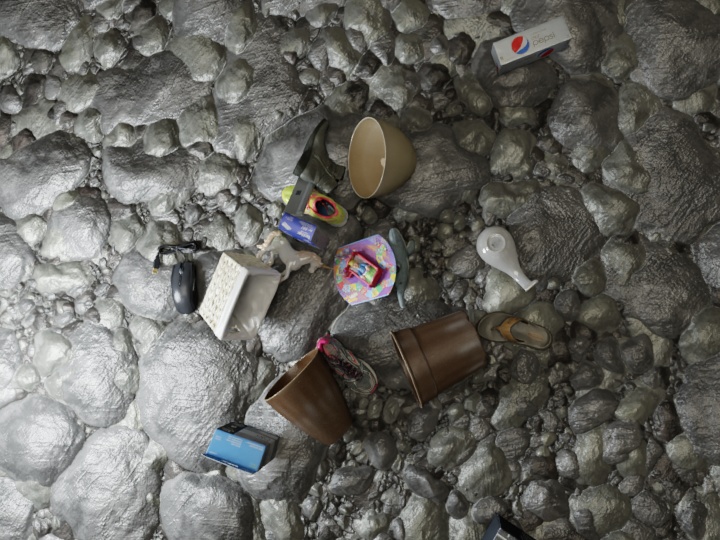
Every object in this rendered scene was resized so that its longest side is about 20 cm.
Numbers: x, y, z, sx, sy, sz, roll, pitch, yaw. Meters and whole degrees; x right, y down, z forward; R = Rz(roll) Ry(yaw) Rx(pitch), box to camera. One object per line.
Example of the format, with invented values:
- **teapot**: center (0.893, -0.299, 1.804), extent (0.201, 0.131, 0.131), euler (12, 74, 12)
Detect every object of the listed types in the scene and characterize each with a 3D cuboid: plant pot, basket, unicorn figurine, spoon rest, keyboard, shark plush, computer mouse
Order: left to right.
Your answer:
- **computer mouse**: center (-0.523, 0.019, 1.683), extent (0.136, 0.046, 0.206), euler (1, 85, 6)
- **basket**: center (-0.320, 0.064, 1.579), extent (0.122, 0.134, 0.204), euler (33, 104, 32)
- **unicorn figurine**: center (-0.193, -0.029, 1.630), extent (0.137, 0.074, 0.200), euler (-43, 84, 6)
- **keyboard**: center (-0.157, -0.206, 1.605), extent (0.055, 0.011, 0.202), euler (-2, 40, 13)
- **plant pot**: center (-0.116, 0.342, 1.547), extent (0.186, 0.187, 0.201), euler (-40, 95, 2)
- **plant pot**: center (0.070, -0.290, 1.577), extent (0.131, 0.199, 0.206), euler (-1, 83, -28)
- **shark plush**: center (0.091, -0.006, 1.585), extent (0.088, 0.083, 0.206), euler (6, 86, 8)
- **plant pot**: center (0.198, 0.207, 1.508), extent (0.194, 0.200, 0.204), euler (-24, 82, -3)
- **spoon rest**: center (0.382, -0.028, 1.571), extent (0.099, 0.061, 0.202), euler (-36, 68, 2)

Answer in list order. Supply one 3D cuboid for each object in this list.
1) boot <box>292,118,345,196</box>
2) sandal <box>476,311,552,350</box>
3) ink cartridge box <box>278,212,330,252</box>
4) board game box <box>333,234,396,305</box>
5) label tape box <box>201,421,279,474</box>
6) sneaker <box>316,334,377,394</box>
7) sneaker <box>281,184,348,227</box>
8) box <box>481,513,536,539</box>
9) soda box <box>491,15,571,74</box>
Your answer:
- **boot**: center (-0.095, -0.305, 1.645), extent (0.129, 0.068, 0.204), euler (28, 64, -13)
- **sandal**: center (0.397, 0.158, 1.545), extent (0.195, 0.055, 0.084), euler (17, 87, 9)
- **ink cartridge box**: center (-0.143, -0.096, 1.565), extent (0.092, 0.200, 0.045), euler (23, 86, 9)
- **board game box**: center (0.000, 0.000, 1.579), extent (0.196, 0.039, 0.162), euler (-17, 81, 32)
- **label tape box**: center (-0.301, 0.449, 1.538), extent (0.140, 0.200, 0.068), euler (16, 85, 8)
- **sneaker**: center (-0.041, 0.253, 1.585), extent (0.199, 0.075, 0.081), euler (38, 91, 8)
- **sneaker**: center (-0.128, -0.185, 1.627), extent (0.196, 0.090, 0.080), euler (21, 89, 10)
- **box**: center (0.370, 0.748, 1.465), extent (0.194, 0.124, 0.203), euler (30, 89, 11)
- **soda box**: center (0.451, -0.597, 1.601), extent (0.195, 0.064, 0.070), euler (-20, 82, 5)
